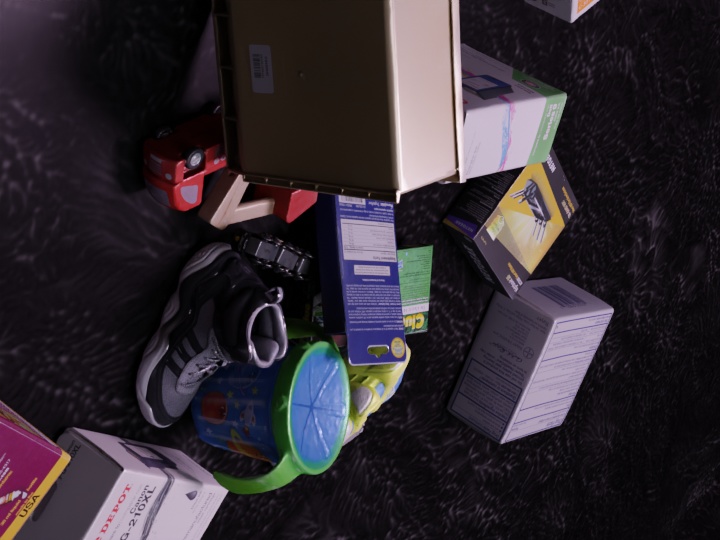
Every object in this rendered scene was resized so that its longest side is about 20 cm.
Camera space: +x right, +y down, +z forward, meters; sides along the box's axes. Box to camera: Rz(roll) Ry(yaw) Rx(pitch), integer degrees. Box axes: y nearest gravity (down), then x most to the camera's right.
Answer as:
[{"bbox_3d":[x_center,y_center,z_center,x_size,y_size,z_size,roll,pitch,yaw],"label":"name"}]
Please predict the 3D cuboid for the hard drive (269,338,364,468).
[{"bbox_3d":[-0.038,0.136,1.741,0.140,0.038,0.200,-29,139,-43],"label":"hard drive"}]

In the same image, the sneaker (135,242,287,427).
[{"bbox_3d":[-0.141,0.082,1.449,0.075,0.114,0.200,-1,119,-56],"label":"sneaker"}]

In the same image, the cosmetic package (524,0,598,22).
[{"bbox_3d":[0.238,-0.385,1.633,0.101,0.071,0.200,-40,146,-29],"label":"cosmetic package"}]

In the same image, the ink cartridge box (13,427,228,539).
[{"bbox_3d":[-0.242,0.246,1.481,0.145,0.084,0.200,-60,151,2],"label":"ink cartridge box"}]

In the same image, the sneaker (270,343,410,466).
[{"bbox_3d":[-0.016,0.155,1.677,0.200,0.076,0.105,-42,161,-1],"label":"sneaker"}]

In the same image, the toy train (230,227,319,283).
[{"bbox_3d":[-0.085,-0.016,1.484,0.034,0.046,0.200,-67,164,0],"label":"toy train"}]

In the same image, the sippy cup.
[{"bbox_3d":[-0.097,0.136,1.531,0.178,0.130,0.140,-31,120,-59],"label":"sippy cup"}]

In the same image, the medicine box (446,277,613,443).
[{"bbox_3d":[0.237,0.123,2.084,0.182,0.103,0.200,-6,123,-55],"label":"medicine box"}]

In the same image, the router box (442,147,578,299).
[{"bbox_3d":[0.193,-0.072,1.882,0.157,0.052,0.200,-54,151,-7],"label":"router box"}]

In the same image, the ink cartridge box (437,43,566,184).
[{"bbox_3d":[0.096,-0.165,1.547,0.200,0.145,0.088,-17,131,-50],"label":"ink cartridge box"}]

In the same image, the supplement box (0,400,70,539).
[{"bbox_3d":[-0.342,0.128,1.167,0.103,0.131,0.200,-54,150,-8],"label":"supplement box"}]

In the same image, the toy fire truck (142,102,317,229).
[{"bbox_3d":[-0.119,-0.089,1.389,0.200,0.049,0.141,-31,142,-39],"label":"toy fire truck"}]

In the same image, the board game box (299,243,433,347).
[{"bbox_3d":[0.009,0.028,1.676,0.200,0.023,0.105,-7,102,-48],"label":"board game box"}]

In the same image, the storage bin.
[{"bbox_3d":[-0.023,-0.171,1.253,0.094,0.198,0.200,-25,118,-48],"label":"storage bin"}]

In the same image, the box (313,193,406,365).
[{"bbox_3d":[0.000,0.000,1.571,0.121,0.032,0.200,3,80,-58],"label":"box"}]
